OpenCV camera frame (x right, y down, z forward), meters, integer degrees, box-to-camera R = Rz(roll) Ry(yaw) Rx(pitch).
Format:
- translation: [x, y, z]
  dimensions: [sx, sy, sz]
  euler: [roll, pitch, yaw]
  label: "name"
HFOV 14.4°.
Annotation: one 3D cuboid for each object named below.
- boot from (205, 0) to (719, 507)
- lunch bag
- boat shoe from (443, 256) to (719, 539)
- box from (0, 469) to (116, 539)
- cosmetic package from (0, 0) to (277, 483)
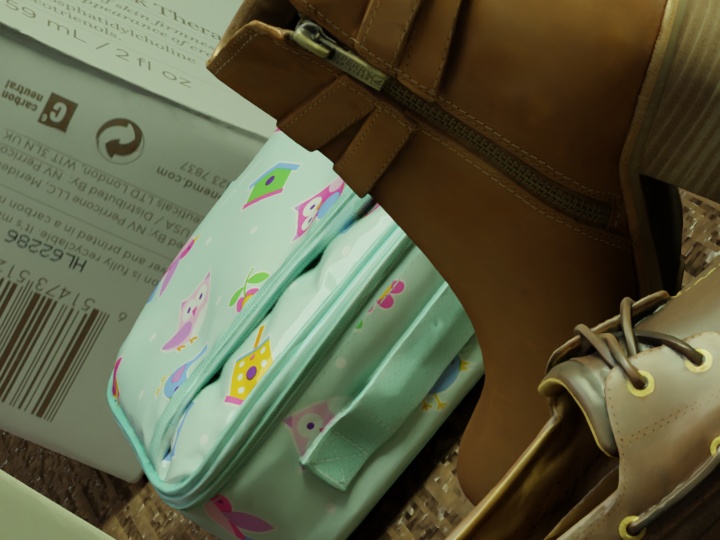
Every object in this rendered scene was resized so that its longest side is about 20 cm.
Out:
- translation: [0.025, -0.021, 0.803]
  dimensions: [0.077, 0.155, 0.200]
  euler: [-73, 9, -47]
  label: "boot"
- translation: [0.000, 0.000, 0.982]
  dimensions: [0.200, 0.077, 0.160]
  euler: [-53, 19, 6]
  label: "lunch bag"
- translation: [0.082, 0.041, 0.738]
  dimensions: [0.200, 0.068, 0.072]
  euler: [-53, 19, 4]
  label: "boat shoe"
- translation: [-0.065, 0.118, 0.750]
  dimensions: [0.082, 0.200, 0.068]
  euler: [-58, 20, -10]
  label: "box"
- translation: [-0.133, -0.050, 1.201]
  dimensions: [0.167, 0.167, 0.200]
  euler: [-61, 17, 20]
  label: "cosmetic package"
